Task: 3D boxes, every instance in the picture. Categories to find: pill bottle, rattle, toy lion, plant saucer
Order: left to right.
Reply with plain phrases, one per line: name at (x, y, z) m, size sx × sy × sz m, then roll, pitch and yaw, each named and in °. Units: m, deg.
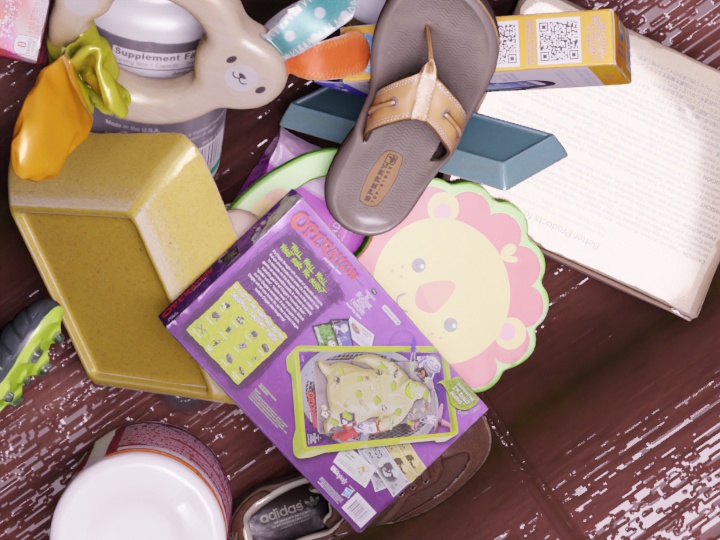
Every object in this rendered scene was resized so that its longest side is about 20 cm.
plant saucer at (-0.148, 0.008, 1.634) m, size 0.048 × 0.199 × 0.201 m, roll -38°, pitch 116°, yaw -34°
pill bottle at (-0.142, 0.163, 1.661) m, size 0.113 × 0.200 × 0.115 m, roll 0°, pitch 95°, yaw -1°
pill bottle at (-0.138, -0.152, 1.636) m, size 0.112 × 0.114 × 0.201 m, roll 8°, pitch 129°, yaw -2°
rattle at (-0.097, -0.114, 1.507) m, size 0.198 × 0.143 × 0.131 m, roll 13°, pitch 117°, yaw -3°
toy lion at (0.018, 0.002, 1.649) m, size 0.191 × 0.069 × 0.201 m, roll -35°, pitch 97°, yaw -1°
plant saucer at (0.039, -0.094, 1.656) m, size 0.199 × 0.070 × 0.019 m, roll 17°, pitch 123°, yaw 38°

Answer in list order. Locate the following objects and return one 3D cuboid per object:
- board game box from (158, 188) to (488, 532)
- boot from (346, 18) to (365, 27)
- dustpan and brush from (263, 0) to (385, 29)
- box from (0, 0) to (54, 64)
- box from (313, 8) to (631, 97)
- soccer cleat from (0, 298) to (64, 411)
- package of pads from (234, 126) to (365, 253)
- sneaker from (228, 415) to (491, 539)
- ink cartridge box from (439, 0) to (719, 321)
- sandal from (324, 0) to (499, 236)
board game box at (-0.022, 0.059, 1.589) m, size 0.120 × 0.032 × 0.200 m, roll -41°, pitch 114°, yaw 0°
boot at (-0.079, -0.221, 1.696) m, size 0.155 × 0.073 × 0.201 m, roll -24°, pitch 93°, yaw 0°
dustpan and brush at (0.001, -0.192, 1.628) m, size 0.200 × 0.057 × 0.139 m, roll -40°, pitch 127°, yaw 22°
box at (-0.240, -0.247, 1.678) m, size 0.102 × 0.095 × 0.202 m, roll 13°, pitch 94°, yaw -2°
box at (0.072, -0.139, 1.615) m, size 0.198 × 0.119 × 0.042 m, roll -1°, pitch 88°, yaw 11°
soccer cleat at (-0.275, 0.079, 1.692) m, size 0.081 × 0.067 × 0.200 m, roll 44°, pitch 118°, yaw 3°
package of pads at (0.000, 0.000, 1.714) m, size 0.199 × 0.076 × 0.121 m, roll 29°, pitch 94°, yaw -3°
sneaker at (0.001, 0.154, 1.726) m, size 0.199 × 0.076 × 0.071 m, roll -25°, pitch 95°, yaw 1°
ink cartridge box at (0.169, -0.082, 1.712) m, size 0.199 × 0.075 × 0.166 m, roll 24°, pitch 94°, yaw -2°
sandal at (0.028, -0.094, 1.547) m, size 0.081 × 0.055 × 0.201 m, roll 20°, pitch 124°, yaw -11°
